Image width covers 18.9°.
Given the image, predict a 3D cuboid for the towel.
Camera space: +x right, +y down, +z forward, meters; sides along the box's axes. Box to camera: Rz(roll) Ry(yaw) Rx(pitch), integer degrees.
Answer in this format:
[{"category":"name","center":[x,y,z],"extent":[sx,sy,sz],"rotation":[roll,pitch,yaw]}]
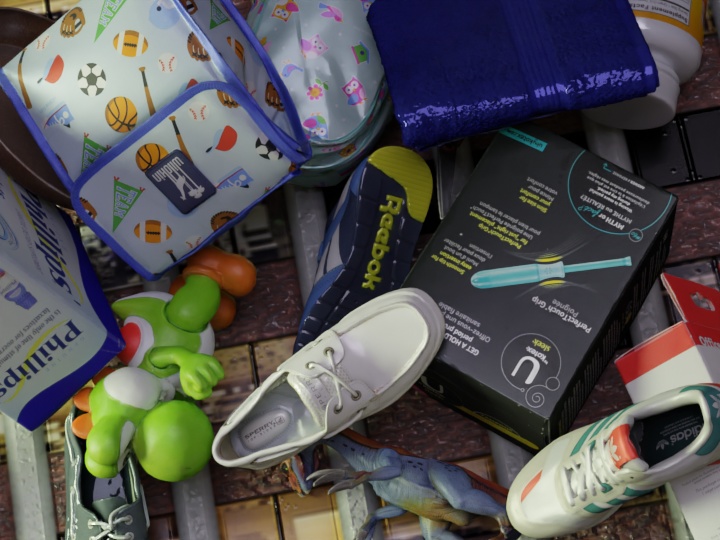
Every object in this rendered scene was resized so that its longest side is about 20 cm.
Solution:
[{"category":"towel","center":[0.113,-0.165,1.632],"extent":[0.199,0.050,0.148],"rotation":[-12,52,-2]}]

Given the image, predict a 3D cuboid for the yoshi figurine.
[{"category":"yoshi figurine","center":[-0.133,0.084,1.628],"extent":[0.112,0.113,0.200],"rotation":[-3,45,35]}]

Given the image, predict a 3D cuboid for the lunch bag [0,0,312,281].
[{"category":"lunch bag","center":[-0.149,-0.116,1.617],"extent":[0.170,0.124,0.200],"rotation":[-36,80,21]}]

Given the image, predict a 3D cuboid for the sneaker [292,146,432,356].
[{"category":"sneaker","center":[0.000,0.000,1.691],"extent":[0.074,0.082,0.201],"rotation":[22,90,-15]}]

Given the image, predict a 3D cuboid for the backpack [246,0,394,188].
[{"category":"backpack","center":[-0.032,-0.170,1.722],"extent":[0.166,0.127,0.201],"rotation":[19,76,7]}]

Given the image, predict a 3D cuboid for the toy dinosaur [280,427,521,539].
[{"category":"toy dinosaur","center":[0.035,0.169,1.639],"extent":[0.200,0.105,0.181],"rotation":[-21,55,-40]}]

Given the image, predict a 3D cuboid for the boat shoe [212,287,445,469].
[{"category":"boat shoe","center":[-0.025,0.087,1.561],"extent":[0.200,0.069,0.071],"rotation":[-39,84,19]}]

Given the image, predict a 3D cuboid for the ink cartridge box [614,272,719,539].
[{"category":"ink cartridge box","center":[0.260,0.109,1.596],"extent":[0.067,0.116,0.201],"rotation":[-32,67,24]}]

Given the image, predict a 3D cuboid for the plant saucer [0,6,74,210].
[{"category":"plant saucer","center":[-0.243,-0.120,1.706],"extent":[0.034,0.200,0.201],"rotation":[-41,67,29]}]

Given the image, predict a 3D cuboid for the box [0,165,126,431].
[{"category":"box","center":[-0.293,-0.011,1.601],"extent":[0.105,0.200,0.184],"rotation":[-41,40,9]}]

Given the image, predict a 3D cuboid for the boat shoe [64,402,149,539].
[{"category":"boat shoe","center":[-0.195,0.187,1.635],"extent":[0.072,0.062,0.201],"rotation":[-7,69,3]}]

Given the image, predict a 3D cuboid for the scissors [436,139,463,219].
[{"category":"scissors","center":[0.062,-0.103,1.694],"extent":[0.073,0.014,0.200],"rotation":[27,38,3]}]

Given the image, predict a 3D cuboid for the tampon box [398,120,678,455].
[{"category":"tampon box","center":[0.128,0.015,1.641],"extent":[0.150,0.126,0.200],"rotation":[29,75,14]}]

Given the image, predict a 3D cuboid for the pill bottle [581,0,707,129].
[{"category":"pill bottle","center":[0.224,-0.219,1.730],"extent":[0.109,0.109,0.201],"rotation":[7,71,7]}]

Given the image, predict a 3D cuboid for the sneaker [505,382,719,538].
[{"category":"sneaker","center":[0.178,0.129,1.516],"extent":[0.199,0.093,0.071],"rotation":[-26,70,22]}]
